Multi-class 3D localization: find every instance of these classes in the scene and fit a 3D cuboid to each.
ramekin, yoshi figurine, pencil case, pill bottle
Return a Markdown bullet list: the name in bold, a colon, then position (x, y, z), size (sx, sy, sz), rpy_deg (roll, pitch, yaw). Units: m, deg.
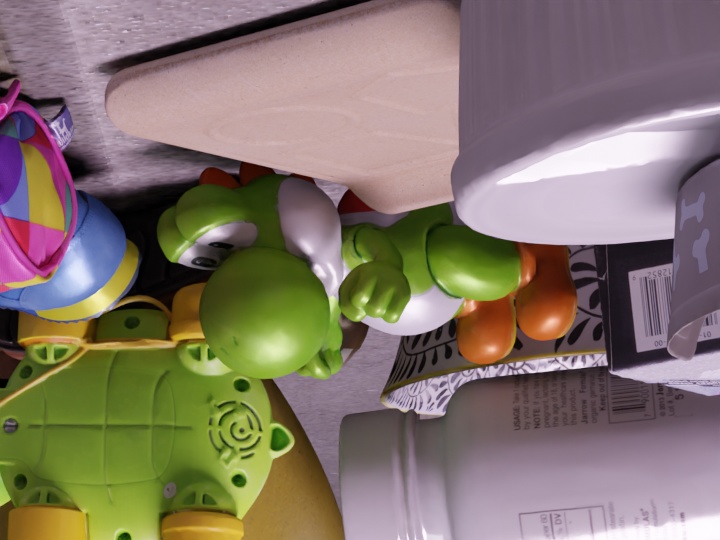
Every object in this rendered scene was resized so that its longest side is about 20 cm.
- **ramekin**: position (0.127, -0.078, 1.090), size (0.202, 0.094, 0.202), rpy_deg (-7, 169, -1)
- **yoshi figurine**: position (-0.002, 0.016, 1.399), size (0.200, 0.113, 0.112), rpy_deg (10, -157, -28)
- **pencil case**: position (-0.218, -0.025, 1.288), size (0.200, 0.089, 0.088), rpy_deg (-12, 167, 23)
- **pill bottle**: position (0.094, 0.108, 1.503), size (0.200, 0.115, 0.114), rpy_deg (-6, 169, 7)

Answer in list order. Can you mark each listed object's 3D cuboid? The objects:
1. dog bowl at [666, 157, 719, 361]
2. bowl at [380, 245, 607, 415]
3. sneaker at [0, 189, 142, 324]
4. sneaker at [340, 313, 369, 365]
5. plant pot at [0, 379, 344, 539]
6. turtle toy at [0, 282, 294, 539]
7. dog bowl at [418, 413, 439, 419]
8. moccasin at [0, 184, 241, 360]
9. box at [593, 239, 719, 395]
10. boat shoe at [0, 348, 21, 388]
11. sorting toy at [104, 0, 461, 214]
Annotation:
- **dog bowl**: position (0.205, -0.014, 1.073), size (0.200, 0.059, 0.200), rpy_deg (-7, 169, -1)
- **bowl**: position (0.106, 0.017, 1.584), size (0.200, 0.094, 0.201), rpy_deg (-4, 168, -1)
- **sneaker**: position (-0.198, -0.016, 1.421), size (0.200, 0.066, 0.078), rpy_deg (-4, 142, 38)
- **sneaker**: position (-0.065, 0.029, 1.638), size (0.090, 0.067, 0.200), rpy_deg (-5, 173, -20)
- **plant pot**: position (-0.108, 0.107, 1.580), size (0.200, 0.142, 0.200), rpy_deg (-5, -163, 2)
- **turtle toy**: position (-0.131, 0.083, 1.453), size (0.200, 0.146, 0.101), rpy_deg (1, 166, 5)
- **dog bowl**: position (0.137, 0.092, 1.730), size (0.200, 0.200, 0.074), rpy_deg (-10, 176, 27)
- **moccasin**: position (-0.110, 0.005, 1.515), size (0.201, 0.074, 0.078), rpy_deg (-24, 150, 34)
- **box**: position (0.216, -0.024, 1.320), size (0.200, 0.132, 0.115), rpy_deg (-12, 167, 29)
- **boat shoe**: position (-0.197, 0.049, 1.680), size (0.076, 0.072, 0.200), rpy_deg (-3, 169, -5)
- **sorting toy**: position (0.020, -0.074, 1.259), size (0.185, 0.037, 0.200), rpy_deg (-12, 162, 34)
